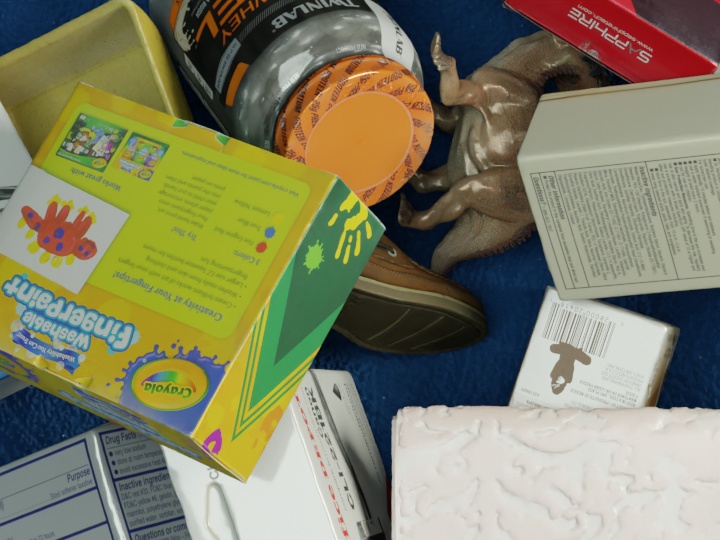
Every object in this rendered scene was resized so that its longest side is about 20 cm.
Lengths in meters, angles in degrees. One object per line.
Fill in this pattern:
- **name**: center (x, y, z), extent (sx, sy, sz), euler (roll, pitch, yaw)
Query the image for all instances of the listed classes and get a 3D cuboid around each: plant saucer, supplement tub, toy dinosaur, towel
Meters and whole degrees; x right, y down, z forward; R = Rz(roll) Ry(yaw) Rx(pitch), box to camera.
- **plant saucer**: center (-0.159, -0.053, 1.591), extent (0.200, 0.048, 0.201), euler (-19, 92, 42)
- **supplement tub**: center (-0.040, -0.128, 1.530), extent (0.123, 0.122, 0.200), euler (-45, 43, 7)
- **toy dinosaur**: center (0.095, -0.075, 1.564), extent (0.135, 0.086, 0.201), euler (11, 100, -6)
- **towel**: center (0.117, 0.173, 1.454), extent (0.199, 0.032, 0.192), euler (-1, 89, 12)

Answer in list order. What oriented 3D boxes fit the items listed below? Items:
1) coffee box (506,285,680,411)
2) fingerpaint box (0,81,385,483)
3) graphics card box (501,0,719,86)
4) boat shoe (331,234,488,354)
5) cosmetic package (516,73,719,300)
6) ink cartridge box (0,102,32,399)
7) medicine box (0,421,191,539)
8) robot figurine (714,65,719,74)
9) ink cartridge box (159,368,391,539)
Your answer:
- **coffee box**: center (0.122, 0.116, 1.529), extent (0.079, 0.114, 0.201), euler (19, 92, 12)
- **fingerpaint box**: center (-0.113, 0.004, 1.434), extent (0.200, 0.073, 0.167), euler (20, 75, 34)
- **graphics card box**: center (0.175, -0.199, 1.492), extent (0.125, 0.051, 0.200), euler (31, 50, -3)
- **boat shoe**: center (0.000, 0.000, 1.537), extent (0.072, 0.200, 0.068), euler (-30, 57, 37)
- **cosmetic package**: center (0.199, -0.050, 1.418), extent (0.199, 0.073, 0.104), euler (-5, 124, 21)
- **ink cartridge box**: center (-0.263, -0.015, 1.551), extent (0.146, 0.086, 0.200), euler (-26, 84, -27)
- **medicine box**: center (-0.163, 0.206, 1.559), extent (0.182, 0.103, 0.201), euler (-23, 81, 38)
- **robot figurine**: center (0.255, -0.069, 1.507), extent (0.199, 0.113, 0.170), euler (23, 74, 13)
- **ink cartridge box**: center (-0.040, 0.138, 1.518), extent (0.083, 0.200, 0.145), euler (-21, 83, 11)
